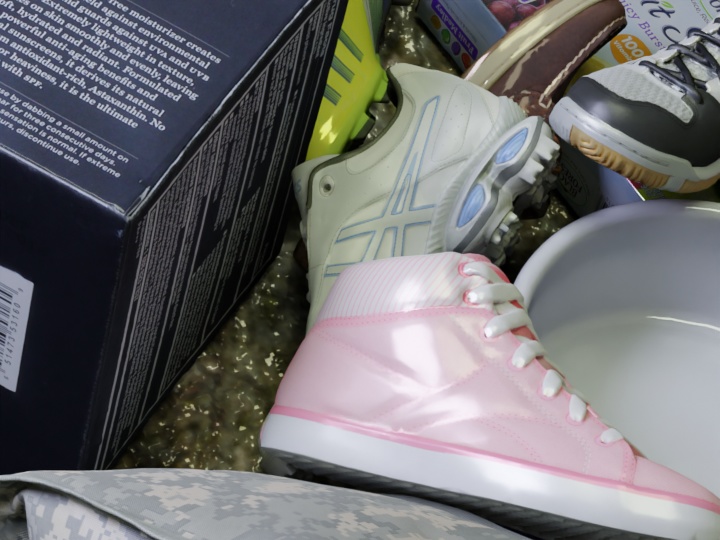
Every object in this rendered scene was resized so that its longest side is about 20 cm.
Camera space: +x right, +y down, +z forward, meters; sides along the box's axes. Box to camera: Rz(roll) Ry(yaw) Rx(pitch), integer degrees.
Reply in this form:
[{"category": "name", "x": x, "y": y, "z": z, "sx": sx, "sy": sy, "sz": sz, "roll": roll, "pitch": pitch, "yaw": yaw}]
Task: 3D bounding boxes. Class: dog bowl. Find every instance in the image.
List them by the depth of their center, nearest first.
[{"category": "dog bowl", "x": 0.150, "y": 0.069, "z": 1.196, "sx": 0.199, "sy": 0.079, "sz": 0.201, "roll": 8, "pitch": 48, "yaw": -8}]

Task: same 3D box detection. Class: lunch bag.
[{"category": "lunch bag", "x": -0.049, "y": 0.133, "z": 1.035, "sx": 0.199, "sy": 0.118, "sz": 0.164, "roll": 18, "pitch": 10, "yaw": 39}]

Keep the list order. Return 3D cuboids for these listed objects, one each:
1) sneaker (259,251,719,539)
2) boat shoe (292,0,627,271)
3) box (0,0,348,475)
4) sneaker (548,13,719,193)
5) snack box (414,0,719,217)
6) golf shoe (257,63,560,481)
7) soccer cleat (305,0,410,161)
[{"category": "sneaker", "x": 0.062, "y": 0.048, "z": 1.083, "sx": 0.199, "sy": 0.075, "sz": 0.105, "roll": 14, "pitch": 76, "yaw": 26}, {"category": "boat shoe", "x": 0.060, "y": -0.051, "z": 1.272, "sx": 0.072, "sy": 0.072, "sz": 0.200, "roll": 46, "pitch": 72, "yaw": 3}, {"category": "box", "x": -0.110, "y": -0.039, "z": 1.148, "sx": 0.123, "sy": 0.201, "sz": 0.199, "roll": 28, "pitch": 47, "yaw": 10}, {"category": "sneaker", "x": 0.162, "y": -0.091, "z": 1.237, "sx": 0.076, "sy": 0.088, "sz": 0.199, "roll": 39, "pitch": 30, "yaw": 30}, {"category": "snack box", "x": 0.140, "y": -0.097, "z": 1.366, "sx": 0.142, "sy": 0.053, "sz": 0.200, "roll": -19, "pitch": 58, "yaw": -30}, {"category": "golf shoe", "x": 0.000, "y": 0.000, "z": 1.197, "sx": 0.097, "sy": 0.078, "sz": 0.200, "roll": 33, "pitch": 74, "yaw": 9}, {"category": "soccer cleat", "x": -0.025, "y": -0.110, "z": 1.319, "sx": 0.083, "sy": 0.065, "sz": 0.201, "roll": 24, "pitch": 40, "yaw": -12}]
